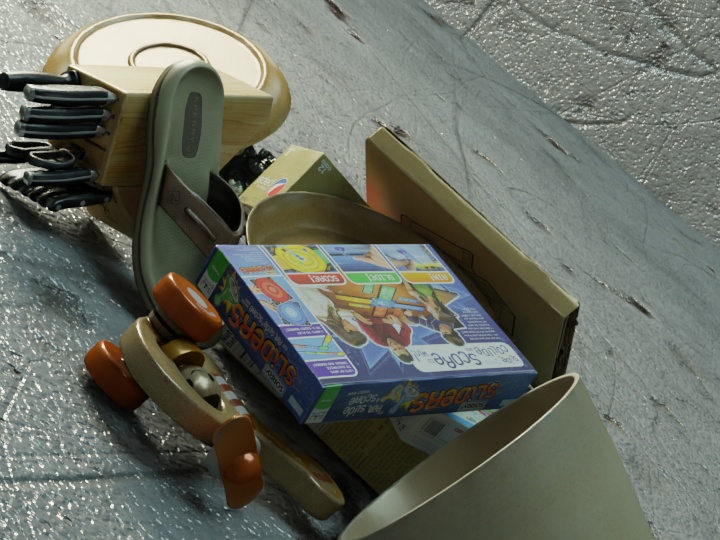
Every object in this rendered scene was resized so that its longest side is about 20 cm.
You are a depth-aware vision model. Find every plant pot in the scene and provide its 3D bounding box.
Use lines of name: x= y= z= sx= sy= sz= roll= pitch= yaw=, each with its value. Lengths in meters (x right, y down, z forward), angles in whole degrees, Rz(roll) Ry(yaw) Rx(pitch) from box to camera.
plant pot: x=0.117 y=0.200 z=1.516 sx=0.200 sy=0.187 sz=0.187 roll=55 pitch=14 yaw=-2
plant pot: x=0.005 y=0.017 z=1.671 sx=0.200 sy=0.028 sz=0.200 roll=24 pitch=28 yaw=-14
plant pot: x=-0.154 y=-0.156 z=1.909 sx=0.200 sy=0.028 sz=0.200 roll=6 pitch=34 yaw=-4

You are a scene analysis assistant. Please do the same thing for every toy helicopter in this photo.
toy helicopter: x=-0.073 y=0.100 z=1.475 sx=0.200 sy=0.079 sz=0.132 roll=42 pitch=8 yaw=-36

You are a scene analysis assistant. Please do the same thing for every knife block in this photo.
knife block: x=-0.167 y=-0.113 z=1.662 sx=0.064 sy=0.200 sz=0.176 roll=28 pitch=-25 yaw=35

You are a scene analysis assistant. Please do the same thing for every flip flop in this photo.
flip flop: x=-0.109 y=-0.045 z=1.638 sx=0.057 sy=0.200 sz=0.081 roll=3 pitch=-2 yaw=34

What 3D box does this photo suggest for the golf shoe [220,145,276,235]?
golf shoe: x=-0.133 y=-0.087 z=1.931 sx=0.200 sy=0.077 sz=0.088 roll=43 pitch=-18 yaw=35

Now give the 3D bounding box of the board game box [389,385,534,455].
board game box: x=0.085 y=0.104 z=1.730 sx=0.200 sy=0.034 sz=0.135 roll=30 pitch=20 yaw=-37

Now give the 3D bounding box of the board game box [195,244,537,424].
board game box: x=0.006 y=0.038 z=1.570 sx=0.200 sy=0.034 sz=0.135 roll=0 pitch=41 yaw=-44

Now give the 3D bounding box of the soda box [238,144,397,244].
soda box: x=0.000 y=0.000 z=1.796 sx=0.200 sy=0.064 sz=0.068 roll=50 pitch=-12 yaw=-22

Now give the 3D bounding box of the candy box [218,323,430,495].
candy box: x=-0.004 y=0.090 z=1.727 sx=0.200 sy=0.055 sz=0.115 roll=43 pitch=14 yaw=7

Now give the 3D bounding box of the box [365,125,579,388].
box: x=0.079 y=-0.003 z=1.767 sx=0.200 sy=0.021 sz=0.164 roll=43 pitch=-18 yaw=17
